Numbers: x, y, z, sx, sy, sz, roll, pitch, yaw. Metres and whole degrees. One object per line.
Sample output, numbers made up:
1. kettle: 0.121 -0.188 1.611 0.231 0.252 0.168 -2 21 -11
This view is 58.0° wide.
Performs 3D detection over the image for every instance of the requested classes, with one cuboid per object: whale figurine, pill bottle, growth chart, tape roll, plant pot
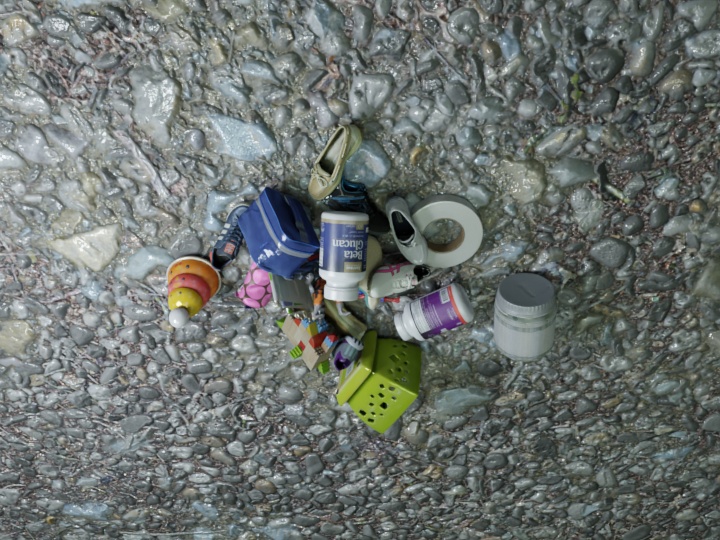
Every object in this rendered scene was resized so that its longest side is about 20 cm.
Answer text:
1. whale figurine: 0.000 0.000 1.655 0.103 0.159 0.201 2 127 38
2. pill bottle: -0.040 -0.035 1.513 0.110 0.111 0.201 3 99 -1
3. growth chart: -0.171 0.056 1.641 0.018 0.145 0.200 -18 161 22
4. tape roll: 0.207 -0.096 1.639 0.202 0.037 0.204 0 126 0
5. plant pot: 0.046 0.304 1.845 0.181 0.200 0.199 29 123 -12
6. pill bottle: 0.196 0.118 1.750 0.199 0.113 0.113 -25 123 18

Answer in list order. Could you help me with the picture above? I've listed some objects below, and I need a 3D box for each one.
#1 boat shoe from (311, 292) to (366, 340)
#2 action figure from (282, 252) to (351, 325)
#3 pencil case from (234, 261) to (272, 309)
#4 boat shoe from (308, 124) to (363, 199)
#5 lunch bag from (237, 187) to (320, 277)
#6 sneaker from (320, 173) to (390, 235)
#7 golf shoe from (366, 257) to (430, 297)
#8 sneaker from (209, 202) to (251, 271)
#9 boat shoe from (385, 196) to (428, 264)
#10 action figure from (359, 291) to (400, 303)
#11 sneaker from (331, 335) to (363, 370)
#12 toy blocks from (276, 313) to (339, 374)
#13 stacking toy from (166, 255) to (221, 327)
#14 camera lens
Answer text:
1. boat shoe: -0.057 0.116 1.781 0.201 0.063 0.073 49 153 -24
2. action figure: -0.125 0.035 1.657 0.199 0.194 0.105 -7 159 -37
3. pencil case: -0.254 0.006 1.690 0.093 0.091 0.200 20 122 -13
4. boat shoe: -0.070 -0.249 1.493 0.073 0.063 0.201 50 119 20
5. lunch bag: -0.189 -0.102 1.547 0.132 0.200 0.136 -42 147 24
6. sneaker: 0.000 -0.156 1.573 0.199 0.073 0.082 29 122 -20
7. golf shoe: 0.095 0.018 1.624 0.092 0.200 0.073 10 116 38
8. sneaker: -0.319 -0.078 1.628 0.075 0.085 0.200 23 123 -16
9. boat shoe: 0.111 -0.083 1.587 0.073 0.065 0.200 -22 122 17
10. action figure: 0.007 0.048 1.732 0.199 0.066 0.052 5 158 -4
11. sneaker: -0.059 0.235 1.792 0.074 0.088 0.200 32 158 -6
12. toy blocks: -0.137 0.168 1.758 0.100 0.200 0.137 -22 154 -38
13. stacking toy: -0.444 0.071 1.668 0.145 0.200 0.147 0 127 0
14. camera lens: 0.436 0.128 1.725 0.159 0.160 0.201 -5 127 4
